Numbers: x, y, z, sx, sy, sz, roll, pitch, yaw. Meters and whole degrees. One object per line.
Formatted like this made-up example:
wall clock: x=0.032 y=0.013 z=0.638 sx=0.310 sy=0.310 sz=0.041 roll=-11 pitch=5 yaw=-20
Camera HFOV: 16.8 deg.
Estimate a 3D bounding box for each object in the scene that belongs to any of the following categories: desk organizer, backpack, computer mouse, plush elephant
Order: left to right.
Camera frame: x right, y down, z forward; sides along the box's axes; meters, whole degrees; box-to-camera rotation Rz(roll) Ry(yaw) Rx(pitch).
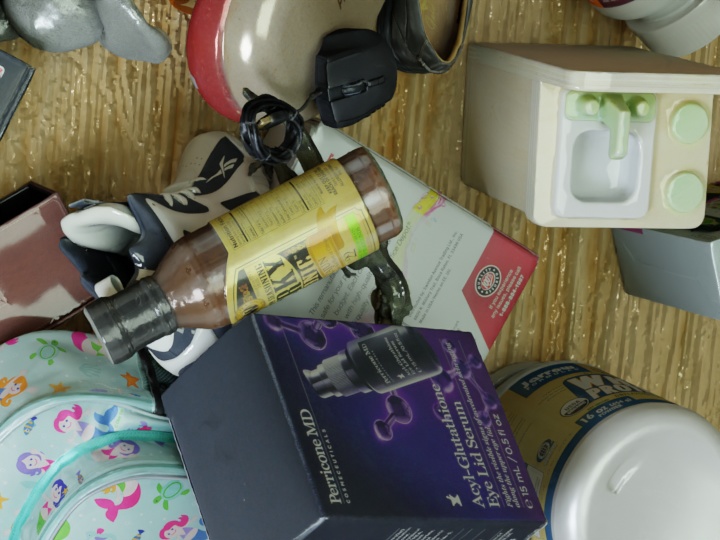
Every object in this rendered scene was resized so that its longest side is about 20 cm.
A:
desk organizer: x=-0.269 y=0.027 z=1.582 sx=0.200 sy=0.072 sz=0.077 roll=-32 pitch=109 yaw=-15
plush elephant: x=-0.183 y=-0.208 z=1.539 sx=0.164 sy=0.155 sz=0.200 roll=17 pitch=54 yaw=11
backpack: x=-0.176 y=0.134 z=1.580 sx=0.199 sy=0.151 sz=0.178 roll=19 pitch=119 yaw=-33
computer mouse: x=-0.020 y=-0.108 z=1.516 sx=0.200 sy=0.034 sz=0.059 roll=-41 pitch=130 yaw=-59

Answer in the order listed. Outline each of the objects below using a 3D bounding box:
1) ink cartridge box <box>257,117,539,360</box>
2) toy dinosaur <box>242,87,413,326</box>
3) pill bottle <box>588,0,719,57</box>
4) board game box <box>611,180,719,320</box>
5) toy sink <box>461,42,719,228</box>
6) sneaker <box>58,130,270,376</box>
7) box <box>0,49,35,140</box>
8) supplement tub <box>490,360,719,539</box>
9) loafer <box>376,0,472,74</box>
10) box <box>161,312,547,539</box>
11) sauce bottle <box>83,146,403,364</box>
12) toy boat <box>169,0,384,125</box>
ink cartridge box: x=0.000 y=0.000 z=1.688 sx=0.200 sy=0.083 sz=0.146 roll=31 pitch=87 yaw=-24
toy dinosaur: x=-0.026 y=-0.048 z=1.573 sx=0.047 sy=0.088 sz=0.200 roll=-39 pitch=112 yaw=-9
pill bottle: x=0.181 y=-0.246 z=1.703 sx=0.110 sy=0.109 sz=0.200 roll=-50 pitch=119 yaw=-7
board game box: x=0.307 y=-0.031 z=1.785 sx=0.199 sy=0.147 sz=0.065 roll=-19 pitch=105 yaw=-20
toy sink: x=0.164 y=-0.091 z=1.673 sx=0.130 sy=0.200 sz=0.113 roll=-1 pitch=101 yaw=-19
sneaker: x=-0.132 y=-0.035 z=1.573 sx=0.129 sy=0.079 sz=0.200 roll=36 pitch=46 yaw=-33
box: x=-0.324 y=-0.101 z=1.513 sx=0.199 sy=0.046 sz=0.159 roll=28 pitch=89 yaw=-8
supplement tub: x=0.161 y=0.145 z=1.725 sx=0.144 sy=0.200 sz=0.145 roll=-5 pitch=103 yaw=-24
loafer: x=0.056 y=-0.233 z=1.673 sx=0.072 sy=0.072 sz=0.201 roll=-4 pitch=101 yaw=-22
box: x=-0.004 y=0.119 z=1.533 sx=0.199 sy=0.148 sz=0.104 roll=5 pitch=143 yaw=-44
sauce bottle: x=-0.072 y=-0.005 z=1.490 sx=0.199 sy=0.065 sz=0.065 roll=-28 pitch=111 yaw=-6
toy boat: x=-0.068 y=-0.185 z=1.605 sx=0.200 sy=0.130 sz=0.131 roll=-65 pitch=148 yaw=-41
